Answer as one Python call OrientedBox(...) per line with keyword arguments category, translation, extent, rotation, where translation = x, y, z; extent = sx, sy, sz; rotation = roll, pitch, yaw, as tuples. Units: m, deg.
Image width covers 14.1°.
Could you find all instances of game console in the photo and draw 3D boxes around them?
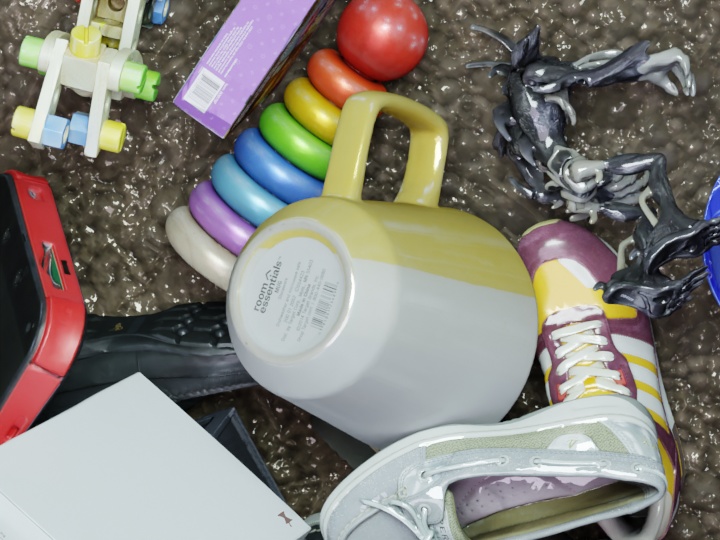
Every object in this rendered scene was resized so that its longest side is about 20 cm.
OrientedBox(category="game console", translation=(-0.226, 0.049, 1.730), extent=(0.031, 0.200, 0.177), rotation=(22, 114, -26))

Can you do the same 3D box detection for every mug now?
OrientedBox(category="mug", translation=(-0.005, 0.008, 1.665), extent=(0.149, 0.153, 0.187), rotation=(-30, 66, 24))

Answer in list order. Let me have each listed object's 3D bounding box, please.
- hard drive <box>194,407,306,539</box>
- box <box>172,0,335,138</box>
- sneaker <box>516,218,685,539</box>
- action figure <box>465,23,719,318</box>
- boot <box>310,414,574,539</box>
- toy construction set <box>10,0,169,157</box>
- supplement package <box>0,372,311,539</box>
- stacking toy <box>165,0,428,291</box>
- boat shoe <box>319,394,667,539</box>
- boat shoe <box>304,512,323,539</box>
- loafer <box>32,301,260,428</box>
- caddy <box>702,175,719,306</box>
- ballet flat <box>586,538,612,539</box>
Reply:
OrientedBox(category="hard drive", translation=(-0.130, 0.180, 1.795), extent=(0.200, 0.042, 0.135), rotation=(-29, 89, 30))
OrientedBox(category="box", translation=(-0.024, -0.177, 1.651), extent=(0.039, 0.137, 0.200), rotation=(35, 109, 0))
OrientedBox(category="sneaker", translation=(0.143, 0.068, 1.717), extent=(0.075, 0.090, 0.201), rotation=(-20, 102, 15))
OrientedBox(category="action figure", translation=(0.140, -0.070, 1.671), extent=(0.200, 0.102, 0.119), rotation=(58, 151, 30))
OrientedBox(category="boot", translation=(0.079, 0.091, 1.726), extent=(0.200, 0.077, 0.139), rotation=(36, 105, 15))
OrientedBox(category="toy construction set", translation=(-0.138, -0.169, 1.677), extent=(0.092, 0.131, 0.200), rotation=(28, 109, 1))
OrientedBox(category="supplement package", translation=(-0.171, 0.199, 1.686), extent=(0.147, 0.191, 0.200), rotation=(41, 117, 12))
OrientedBox(category="stacking toy", translation=(-0.030, -0.081, 1.719), extent=(0.085, 0.085, 0.200), rotation=(35, 102, -1))
OrientedBox(category="boat shoe", translation=(0.074, 0.130, 1.651), extent=(0.201, 0.065, 0.075), rotation=(-15, 127, 5))
OrientedBox(category="boat shoe", translation=(-0.052, 0.247, 1.821), extent=(0.075, 0.060, 0.201), rotation=(18, 108, 5))
OrientedBox(category="loafer", translation=(-0.125, 0.063, 1.779), extent=(0.200, 0.068, 0.071), rotation=(-5, 113, 17))
OrientedBox(category="caddy", translation=(0.292, -0.001, 1.666), extent=(0.200, 0.105, 0.142), rotation=(35, 87, -1))
OrientedBox(category="ballet flat", translation=(0.182, 0.249, 1.775), extent=(0.064, 0.076, 0.200), rotation=(-29, 102, 9))
